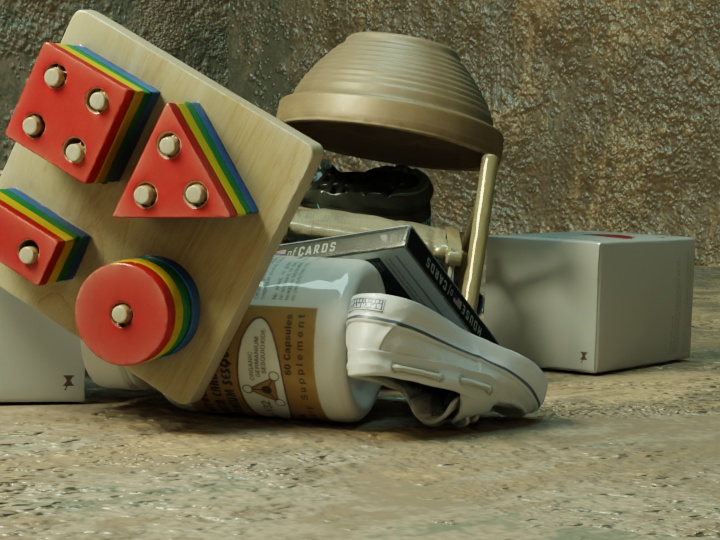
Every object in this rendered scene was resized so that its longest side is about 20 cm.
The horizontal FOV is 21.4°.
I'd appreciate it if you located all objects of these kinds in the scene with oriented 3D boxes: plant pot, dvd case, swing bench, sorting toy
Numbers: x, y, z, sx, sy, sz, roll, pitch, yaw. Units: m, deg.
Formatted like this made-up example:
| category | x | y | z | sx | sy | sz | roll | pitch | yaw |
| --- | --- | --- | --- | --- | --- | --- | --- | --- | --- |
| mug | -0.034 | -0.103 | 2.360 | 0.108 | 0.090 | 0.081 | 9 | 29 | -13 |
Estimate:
| category | x | y | z | sx | sy | sz | roll | pitch | yaw |
| --- | --- | --- | --- | --- | --- | --- | --- | --- | --- |
| plant pot | 0.031 | -0.151 | 1.658 | 0.201 | 0.093 | 0.201 | 10 | -4 | 1 |
| dvd case | -0.017 | 0.031 | 1.420 | 0.200 | 0.025 | 0.150 | -8 | -41 | 31 |
| swing bench | 0.000 | 0.000 | 1.583 | 0.199 | 0.200 | 0.130 | 11 | -35 | -3 |
| sorting toy | -0.159 | -0.041 | 1.263 | 0.199 | 0.200 | 0.070 | 31 | 15 | 16 |

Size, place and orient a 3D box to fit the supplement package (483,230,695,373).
| category | x | y | z | sx | sy | sz | roll | pitch | yaw |
| --- | --- | --- | --- | --- | --- | --- | --- | --- | --- |
| supplement package | 0.215 | 0.025 | 1.774 | 0.121 | 0.120 | 0.200 | 5 | 5 | 34 |

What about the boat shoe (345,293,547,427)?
| category | x | y | z | sx | sy | sz | roll | pitch | yaw |
| --- | --- | --- | --- | --- | --- | --- | --- | --- | --- |
| boat shoe | 0.056 | 0.076 | 1.312 | 0.074 | 0.065 | 0.200 | -5 | -23 | 44 |

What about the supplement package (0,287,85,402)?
| category | x | y | z | sx | sy | sz | roll | pitch | yaw |
| --- | --- | --- | --- | --- | --- | --- | --- | --- | --- |
| supplement package | -0.301 | 0.014 | 1.448 | 0.152 | 0.151 | 0.200 | 1 | 4 | -21 |

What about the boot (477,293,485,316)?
| category | x | y | z | sx | sy | sz | roll | pitch | yaw |
| --- | --- | --- | --- | --- | --- | --- | --- | --- | --- |
| boot | 0.046 | 0.029 | 2.027 | 0.097 | 0.075 | 0.200 | 1 | 0 | 38 |

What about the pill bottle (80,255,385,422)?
| category | x | y | z | sx | sy | sz | roll | pitch | yaw |
| --- | --- | --- | --- | --- | --- | --- | --- | --- | --- |
| pill bottle | -0.089 | 0.045 | 1.345 | 0.200 | 0.114 | 0.114 | 3 | 4 | 18 |

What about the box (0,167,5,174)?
| category | x | y | z | sx | sy | sz | roll | pitch | yaw |
| --- | --- | --- | --- | --- | --- | --- | --- | --- | --- |
| box | -0.366 | -0.014 | 1.772 | 0.200 | 0.166 | 0.164 | 1 | 3 | -1 |

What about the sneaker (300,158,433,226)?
| category | x | y | z | sx | sy | sz | roll | pitch | yaw |
| --- | --- | --- | --- | --- | --- | --- | --- | --- | --- |
| sneaker | -0.025 | -0.056 | 1.744 | 0.200 | 0.079 | 0.075 | 11 | 38 | 29 |
